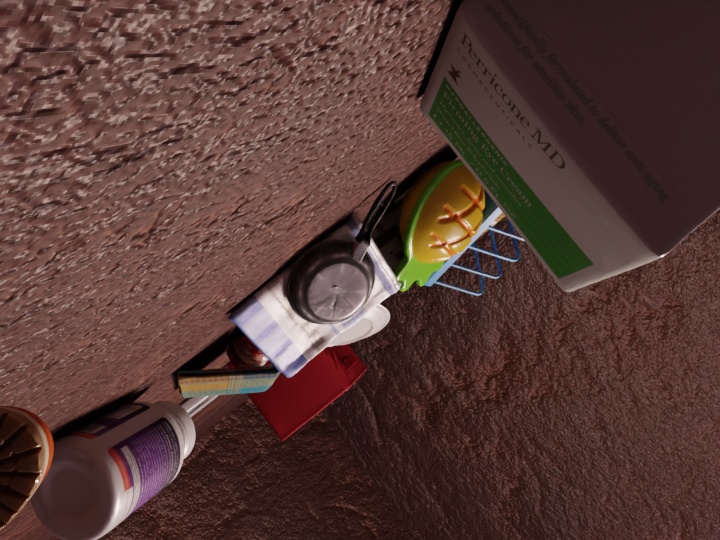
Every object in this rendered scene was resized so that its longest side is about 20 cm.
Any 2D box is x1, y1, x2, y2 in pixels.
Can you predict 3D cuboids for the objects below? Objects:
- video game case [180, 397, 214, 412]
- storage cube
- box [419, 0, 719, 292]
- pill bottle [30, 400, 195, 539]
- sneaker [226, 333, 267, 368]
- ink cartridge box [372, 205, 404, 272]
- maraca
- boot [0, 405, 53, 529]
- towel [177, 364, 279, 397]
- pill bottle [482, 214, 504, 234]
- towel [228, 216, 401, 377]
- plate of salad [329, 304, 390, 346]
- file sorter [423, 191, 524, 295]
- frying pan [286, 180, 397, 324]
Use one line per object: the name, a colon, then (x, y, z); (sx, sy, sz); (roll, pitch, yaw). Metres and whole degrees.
video game case: (-0.375, 0.301, 1.416); (0.199, 0.023, 0.182); (-37, 176, -17)
storage cube: (-0.118, 0.190, 1.371); (0.199, 0.181, 0.171); (-40, 175, 13)
box: (0.184, -0.127, 0.496); (0.199, 0.200, 0.171); (-37, 175, -9)
pill bottle: (-0.275, 0.219, 0.811); (0.111, 0.112, 0.200); (-39, 175, 15)
sneaker: (-0.148, 0.107, 1.015); (0.108, 0.067, 0.201); (-41, 178, 0)
ink cartridge box: (0.000, 0.000, 1.042); (0.199, 0.083, 0.147); (-34, 174, -43)
maraca: (0.104, -0.060, 0.957); (0.136, 0.107, 0.202); (-10, 130, -45)
boot: (-0.247, 0.128, 0.436); (0.198, 0.076, 0.107); (-31, -179, 21)
towel: (-0.198, 0.164, 1.036); (0.144, 0.022, 0.200); (-3, 164, -13)
pill bottle: (0.176, -0.105, 1.229); (0.200, 0.115, 0.114); (-42, 174, 37)
towel: (-0.050, 0.038, 0.870); (0.199, 0.024, 0.147); (-38, 135, -5)
plate of salad: (-0.048, 0.083, 1.193); (0.196, 0.049, 0.201); (-6, 154, -3)
file sorter: (0.189, -0.076, 1.070); (0.121, 0.141, 0.200); (14, 139, -25)
frying pan: (-0.003, -0.005, 0.832); (0.189, 0.115, 0.031); (-38, -145, 1)
